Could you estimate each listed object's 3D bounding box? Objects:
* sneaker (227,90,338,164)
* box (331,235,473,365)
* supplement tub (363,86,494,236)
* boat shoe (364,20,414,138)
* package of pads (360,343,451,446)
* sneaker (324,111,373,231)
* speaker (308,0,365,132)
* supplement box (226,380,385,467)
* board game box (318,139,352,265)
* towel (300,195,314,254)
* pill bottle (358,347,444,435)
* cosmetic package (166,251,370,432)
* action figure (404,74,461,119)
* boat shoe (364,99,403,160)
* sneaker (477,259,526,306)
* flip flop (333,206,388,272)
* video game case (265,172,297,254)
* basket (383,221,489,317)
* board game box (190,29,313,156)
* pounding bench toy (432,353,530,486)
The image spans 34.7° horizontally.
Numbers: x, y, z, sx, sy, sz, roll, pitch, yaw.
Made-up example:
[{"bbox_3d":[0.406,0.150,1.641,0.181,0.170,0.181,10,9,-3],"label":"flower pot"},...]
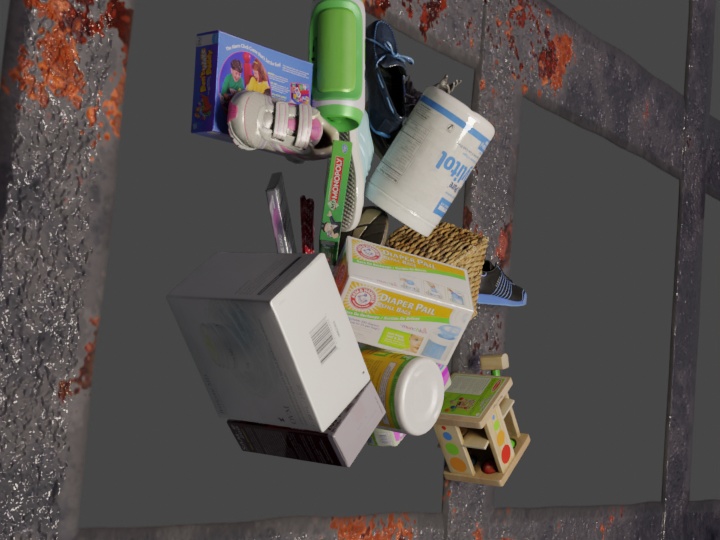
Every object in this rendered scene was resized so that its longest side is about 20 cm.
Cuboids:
[{"bbox_3d":[-0.100,-0.198,1.575,0.198,0.087,0.083,9,84,-52],"label":"sneaker"},{"bbox_3d":[0.053,0.044,1.699,0.102,0.197,0.114,-93,-158,-54],"label":"box"},{"bbox_3d":[0.107,-0.171,1.799,0.131,0.132,0.202,24,100,-50],"label":"supplement tub"},{"bbox_3d":[0.051,-0.309,1.827,0.083,0.068,0.204,5,68,-37],"label":"boat shoe"},{"bbox_3d":[0.064,0.168,1.882,0.200,0.067,0.157,-42,123,-44],"label":"package of pads"},{"bbox_3d":[-0.006,-0.161,1.784,0.081,0.073,0.204,1,90,-47],"label":"sneaker"},{"bbox_3d":[-0.035,-0.314,1.722,0.088,0.087,0.204,16,70,-51],"label":"speaker"},{"bbox_3d":[-0.076,0.202,1.591,0.109,0.197,0.062,-52,128,-38],"label":"supplement box"},{"bbox_3d":[-0.036,-0.090,1.610,0.200,0.029,0.137,105,-8,-81],"label":"board game box"},{"bbox_3d":[-0.069,0.007,1.663,0.145,0.022,0.204,90,-3,-79],"label":"towel"},{"bbox_3d":[0.015,0.173,1.706,0.110,0.197,0.113,-8,101,-51],"label":"pill bottle"},{"bbox_3d":[-0.123,0.091,1.530,0.123,0.198,0.202,-43,122,-40],"label":"cosmetic package"},{"bbox_3d":[0.137,-0.268,1.945,0.199,0.101,0.121,19,54,-52],"label":"action figure"},{"bbox_3d":[0.069,-0.195,1.888,0.072,0.065,0.203,-49,126,-37],"label":"boat shoe"},{"bbox_3d":[0.247,0.022,2.120,0.198,0.069,0.080,5,93,-51],"label":"sneaker"},{"bbox_3d":[0.000,0.000,1.797,0.057,0.080,0.204,11,87,-69],"label":"flip flop"},{"bbox_3d":[-0.104,-0.029,1.637,0.143,0.019,0.204,-93,174,-77],"label":"video game case"},{"bbox_3d":[0.105,0.018,1.885,0.199,0.141,0.152,-33,136,-56],"label":"basket"},{"bbox_3d":[-0.149,-0.244,1.620,0.198,0.044,0.137,8,84,-52],"label":"board game box"},{"bbox_3d":[0.226,0.263,2.049,0.200,0.123,0.158,-47,126,-41],"label":"pounding bench toy"}]
